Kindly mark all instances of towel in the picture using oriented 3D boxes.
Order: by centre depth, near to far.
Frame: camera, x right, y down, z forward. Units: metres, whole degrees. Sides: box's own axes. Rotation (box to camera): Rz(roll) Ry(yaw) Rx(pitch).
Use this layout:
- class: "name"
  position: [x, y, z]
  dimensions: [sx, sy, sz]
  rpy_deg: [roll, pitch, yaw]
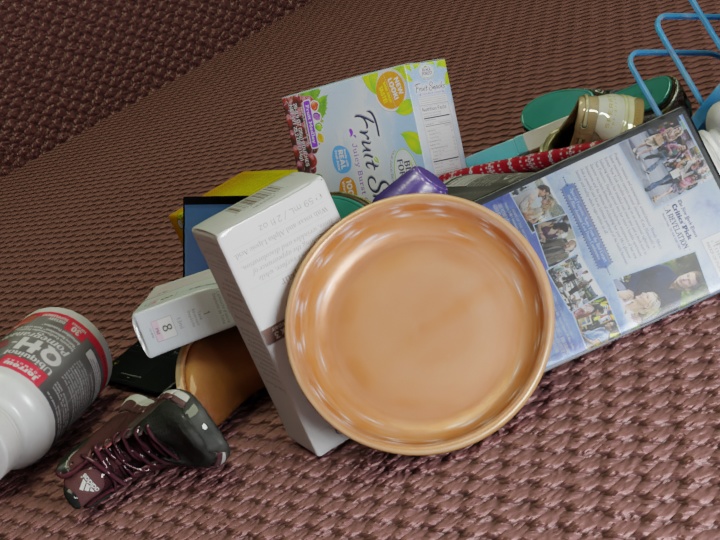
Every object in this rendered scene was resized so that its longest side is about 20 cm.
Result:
- class: "towel"
  position: [0.188, -0.073, 1.420]
  dimensions: [0.200, 0.022, 0.145]
  rpy_deg: [-9, -23, 42]

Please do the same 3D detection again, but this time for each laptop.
- class: "laptop"
  position: [-0.190, 0.022, 1.633]
  dimensions: [0.200, 0.103, 0.177]
  rpy_deg: [-41, 21, -23]

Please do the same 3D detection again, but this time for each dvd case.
- class: "dvd case"
  position: [0.188, -0.022, 1.212]
  dimensions: [0.200, 0.143, 0.018]
  rpy_deg: [-24, -10, 1]

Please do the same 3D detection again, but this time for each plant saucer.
- class: "plant saucer"
  position: [0.044, 0.041, 1.180]
  dimensions: [0.200, 0.200, 0.037]
  rpy_deg: [-25, -20, 0]

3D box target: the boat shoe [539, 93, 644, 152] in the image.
- class: "boat shoe"
  position: [0.193, -0.113, 1.451]
  dimensions: [0.063, 0.073, 0.201]
  rpy_deg: [12, -14, -12]

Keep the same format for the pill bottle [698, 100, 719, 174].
- class: "pill bottle"
  position: [0.355, -0.107, 1.279]
  dimensions: [0.200, 0.109, 0.109]
  rpy_deg: [-24, 16, 1]

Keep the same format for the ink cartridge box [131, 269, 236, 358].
- class: "ink cartridge box"
  position: [-0.100, 0.014, 1.446]
  dimensions: [0.200, 0.057, 0.163]
  rpy_deg: [-24, 7, 3]

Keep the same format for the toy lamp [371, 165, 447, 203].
- class: "toy lamp"
  position: [0.000, 0.000, 1.321]
  dimensions: [0.200, 0.058, 0.058]
  rpy_deg: [-51, 11, 15]

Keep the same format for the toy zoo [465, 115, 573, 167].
- class: "toy zoo"
  position: [0.169, -0.107, 1.588]
  dimensions: [0.200, 0.020, 0.131]
  rpy_deg: [-21, -17, 11]

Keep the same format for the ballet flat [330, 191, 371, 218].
- class: "ballet flat"
  position: [-0.038, -0.039, 1.510]
  dimensions: [0.200, 0.071, 0.071]
  rpy_deg: [3, 30, 38]

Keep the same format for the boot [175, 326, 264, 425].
- class: "boot"
  position: [-0.069, 0.075, 1.417]
  dimensions: [0.155, 0.077, 0.200]
  rpy_deg: [-14, 12, 21]

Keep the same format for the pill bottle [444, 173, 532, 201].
- class: "pill bottle"
  position: [0.115, -0.027, 1.346]
  dimensions: [0.111, 0.111, 0.200]
  rpy_deg: [-33, 18, -26]

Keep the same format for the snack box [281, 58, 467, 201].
- class: "snack box"
  position: [0.021, -0.089, 1.533]
  dimensions: [0.169, 0.200, 0.068]
  rpy_deg: [-8, 6, 43]

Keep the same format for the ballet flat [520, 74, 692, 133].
- class: "ballet flat"
  position: [0.259, -0.155, 1.652]
  dimensions: [0.200, 0.072, 0.072]
  rpy_deg: [-5, 26, 45]

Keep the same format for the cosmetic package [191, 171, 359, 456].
- class: "cosmetic package"
  position: [-0.042, 0.033, 1.250]
  dimensions: [0.102, 0.200, 0.074]
  rpy_deg: [-30, 17, -16]

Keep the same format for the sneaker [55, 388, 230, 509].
- class: "sneaker"
  position: [-0.188, 0.160, 1.320]
  dimensions: [0.116, 0.076, 0.200]
  rpy_deg: [-38, 10, -24]

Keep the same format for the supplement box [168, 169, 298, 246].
- class: "supplement box"
  position: [-0.104, -0.038, 1.728]
  dimensions: [0.110, 0.109, 0.200]
  rpy_deg: [-32, 17, -26]

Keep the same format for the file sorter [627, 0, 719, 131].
- class: "file sorter"
  position: [0.341, -0.204, 1.346]
  dimensions: [0.139, 0.123, 0.200]
  rpy_deg: [-5, -33, -32]

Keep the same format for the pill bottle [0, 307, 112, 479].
- class: "pill bottle"
  position: [-0.331, 0.125, 1.545]
  dimensions: [0.111, 0.111, 0.200]
  rpy_deg: [-17, 18, 25]
